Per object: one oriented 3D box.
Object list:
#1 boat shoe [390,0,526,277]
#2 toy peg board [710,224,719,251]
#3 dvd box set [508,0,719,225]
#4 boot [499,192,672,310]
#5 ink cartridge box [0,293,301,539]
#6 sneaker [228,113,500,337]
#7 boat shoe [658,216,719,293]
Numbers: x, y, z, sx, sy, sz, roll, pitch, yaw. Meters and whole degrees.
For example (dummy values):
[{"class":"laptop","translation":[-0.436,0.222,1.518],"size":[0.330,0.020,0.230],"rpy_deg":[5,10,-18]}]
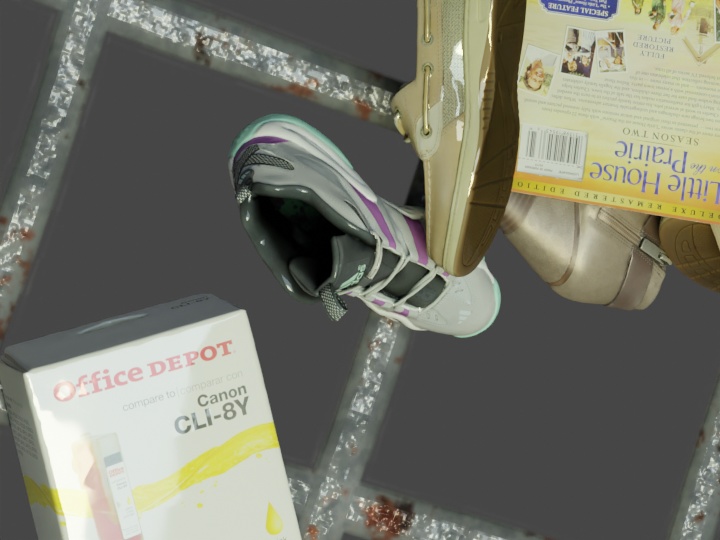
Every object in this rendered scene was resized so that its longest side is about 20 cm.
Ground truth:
[{"class":"boat shoe","translation":[0.055,-0.098,1.703],"size":[0.065,0.072,0.200],"rpy_deg":[9,101,22]},{"class":"toy peg board","translation":[0.294,-0.122,1.773],"size":[0.199,0.098,0.200],"rpy_deg":[-14,81,-39]},{"class":"dvd box set","translation":[0.168,-0.135,1.709],"size":[0.146,0.029,0.200],"rpy_deg":[9,103,17]},{"class":"boot","translation":[0.161,-0.079,1.813],"size":[0.146,0.070,0.200],"rpy_deg":[29,86,-26]},{"class":"ink cartridge box","translation":[-0.123,0.130,1.717],"size":[0.145,0.083,0.200],"rpy_deg":[-16,100,-17]},{"class":"sneaker","translation":[0.000,0.000,1.713],"size":[0.200,0.140,0.078],"rpy_deg":[33,112,-14]},{"class":"boat shoe","translation":[0.262,-0.018,1.833],"size":[0.200,0.071,0.065],"rpy_deg":[26,61,-42]}]
